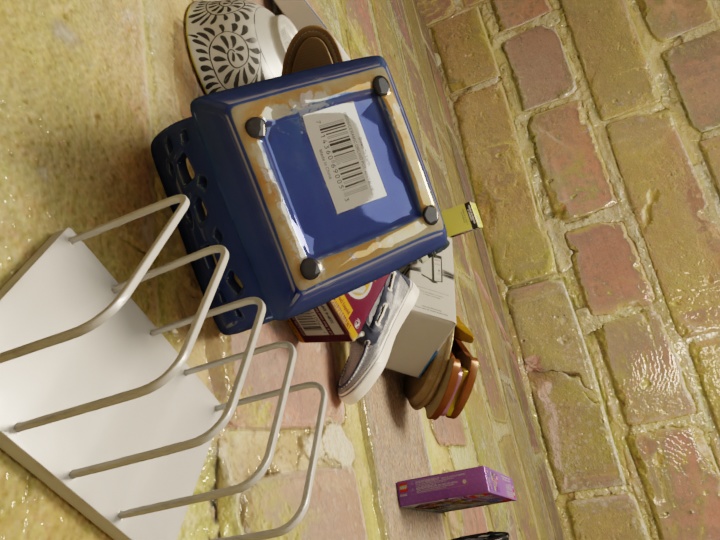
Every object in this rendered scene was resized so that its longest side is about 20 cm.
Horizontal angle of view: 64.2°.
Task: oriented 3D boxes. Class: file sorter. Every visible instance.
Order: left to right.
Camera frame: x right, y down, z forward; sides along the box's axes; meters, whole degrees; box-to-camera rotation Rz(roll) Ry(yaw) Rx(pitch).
[{"bbox_3d":[-0.125,0.071,0.379,0.201,0.124,0.139,60,22,-31],"label":"file sorter"}]

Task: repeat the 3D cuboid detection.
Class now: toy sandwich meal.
[{"bbox_3d":[0.136,0.152,0.970,0.205,0.070,0.206,-161,-90,-82],"label":"toy sandwich meal"}]

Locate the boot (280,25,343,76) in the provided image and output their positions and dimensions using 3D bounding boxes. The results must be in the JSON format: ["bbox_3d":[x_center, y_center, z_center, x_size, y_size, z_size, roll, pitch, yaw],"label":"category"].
[{"bbox_3d":[-0.037,-0.217,0.690,0.156,0.076,0.201,-83,165,-45],"label":"boot"}]

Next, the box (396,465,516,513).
[{"bbox_3d":[0.157,0.348,0.902,0.200,0.136,0.039,44,34,-55],"label":"box"}]

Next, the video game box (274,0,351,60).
[{"bbox_3d":[-0.065,-0.384,0.973,0.201,0.047,0.182,58,9,25],"label":"video game box"}]

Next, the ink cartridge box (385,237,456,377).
[{"bbox_3d":[0.091,0.048,0.948,0.201,0.084,0.146,-83,-167,-48],"label":"ink cartridge box"}]

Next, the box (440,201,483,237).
[{"bbox_3d":[0.117,-0.068,1.041,0.075,0.199,0.050,-13,85,-73],"label":"box"}]

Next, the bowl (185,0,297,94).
[{"bbox_3d":[-0.121,-0.262,0.732,0.201,0.094,0.202,-18,90,-72],"label":"bowl"}]

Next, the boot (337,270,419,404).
[{"bbox_3d":[0.000,0.074,0.778,0.090,0.073,0.201,39,59,-16],"label":"boot"}]

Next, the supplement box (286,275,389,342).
[{"bbox_3d":[-0.024,-0.020,0.711,0.111,0.085,0.200,61,40,-30],"label":"supplement box"}]

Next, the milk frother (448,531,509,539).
[{"bbox_3d":[0.172,0.508,0.853,0.199,0.181,0.189,-1,68,-25],"label":"milk frother"}]

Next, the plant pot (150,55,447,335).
[{"bbox_3d":[-0.049,-0.068,0.505,0.180,0.199,0.201,-10,-78,64],"label":"plant pot"}]

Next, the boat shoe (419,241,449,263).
[{"bbox_3d":[0.068,-0.108,0.874,0.201,0.062,0.075,58,-4,-4],"label":"boat shoe"}]
